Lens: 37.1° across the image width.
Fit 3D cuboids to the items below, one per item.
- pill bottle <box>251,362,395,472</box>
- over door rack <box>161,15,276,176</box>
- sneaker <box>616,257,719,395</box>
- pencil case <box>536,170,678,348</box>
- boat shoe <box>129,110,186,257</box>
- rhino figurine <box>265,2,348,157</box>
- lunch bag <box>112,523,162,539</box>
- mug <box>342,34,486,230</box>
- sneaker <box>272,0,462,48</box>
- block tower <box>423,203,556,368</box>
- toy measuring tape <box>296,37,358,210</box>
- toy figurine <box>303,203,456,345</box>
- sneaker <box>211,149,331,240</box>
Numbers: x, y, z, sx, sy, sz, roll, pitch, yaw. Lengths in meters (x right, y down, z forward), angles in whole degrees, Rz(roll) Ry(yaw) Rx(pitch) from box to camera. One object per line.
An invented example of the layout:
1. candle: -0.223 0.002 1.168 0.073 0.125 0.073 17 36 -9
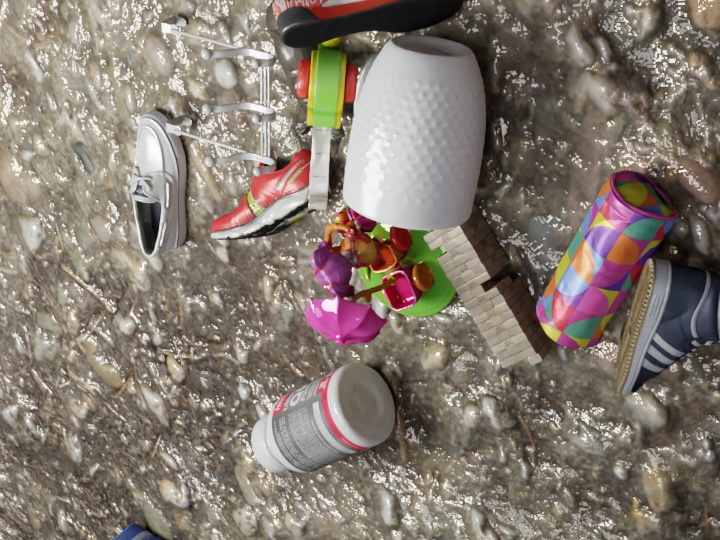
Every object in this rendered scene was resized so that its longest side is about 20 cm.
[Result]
1. pill bottle: -0.056 0.207 1.438 0.199 0.111 0.111 -30 95 40
2. over door rack: -0.184 -0.212 1.316 0.199 0.066 0.150 27 127 36
3. sneaker: 0.335 0.070 1.128 0.107 0.071 0.201 6 139 4
4. pencil case: 0.258 -0.008 1.136 0.088 0.088 0.201 35 130 14
5. boat shoe: -0.278 -0.112 1.454 0.073 0.065 0.203 10 119 30
6. rhino figurine: -0.056 -0.229 1.245 0.087 0.059 0.202 9 121 53
7. lunch bag: -0.397 0.534 1.782 0.131 0.200 0.137 23 130 25
8. mug: 0.050 -0.165 1.168 0.200 0.146 0.178 42 131 50
9. sneaker: 0.002 -0.308 1.134 0.067 0.198 0.109 91 167 -72
10. block tower: 0.148 0.018 1.239 0.058 0.054 0.201 -30 94 41
11. toy measuring tape: -0.040 -0.167 1.166 0.073 0.073 0.203 8 96 31
12. toy figurine: 0.000 0.000 1.246 0.149 0.184 0.202 -22 100 39
13. sneaker: -0.118 -0.095 1.364 0.199 0.077 0.086 -24 80 35
